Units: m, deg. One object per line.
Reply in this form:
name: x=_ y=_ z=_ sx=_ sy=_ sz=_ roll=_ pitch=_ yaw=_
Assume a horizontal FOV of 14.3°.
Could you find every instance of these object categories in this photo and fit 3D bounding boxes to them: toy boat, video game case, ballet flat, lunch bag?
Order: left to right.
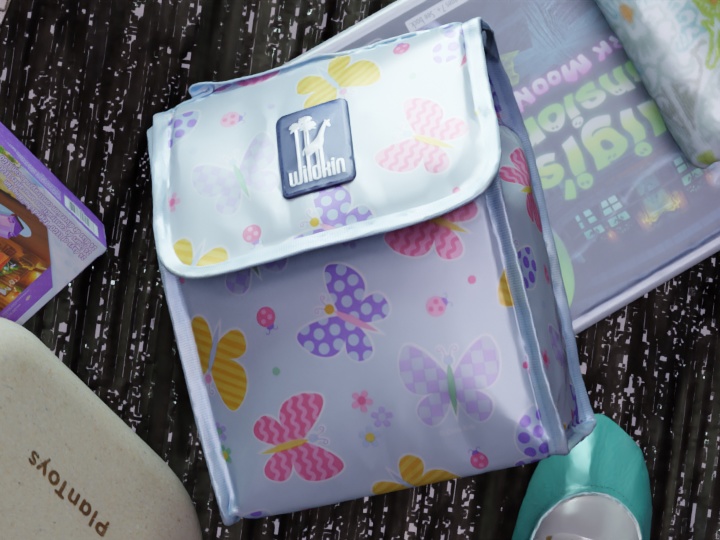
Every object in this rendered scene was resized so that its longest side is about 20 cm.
toy boat: x=-0.169 y=0.121 z=1.301 sx=0.200 sy=0.131 sz=0.131 roll=48 pitch=46 yaw=-24
lunch bag: x=0.000 y=0.000 z=1.300 sx=0.169 sy=0.127 sz=0.200 roll=-12 pitch=89 yaw=13
video game case: x=0.084 y=-0.063 z=1.380 sx=0.200 sy=0.023 sz=0.182 roll=-30 pitch=92 yaw=-7
ballet flat: x=0.096 y=0.166 z=1.349 sx=0.067 sy=0.070 sz=0.200 roll=19 pitch=86 yaw=-5

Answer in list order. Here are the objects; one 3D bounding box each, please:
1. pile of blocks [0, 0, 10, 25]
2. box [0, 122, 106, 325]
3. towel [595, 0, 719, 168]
pile of blocks: x=-0.207 y=-0.124 z=1.329 sx=0.082 sy=0.062 sz=0.200 roll=18 pitch=86 yaw=-5
box: x=-0.232 y=-0.038 z=1.294 sx=0.137 sy=0.039 sz=0.200 roll=-41 pitch=109 yaw=8
towel: x=0.197 y=-0.170 z=1.372 sx=0.200 sy=0.048 sz=0.171 roll=-32 pitch=91 yaw=-16
